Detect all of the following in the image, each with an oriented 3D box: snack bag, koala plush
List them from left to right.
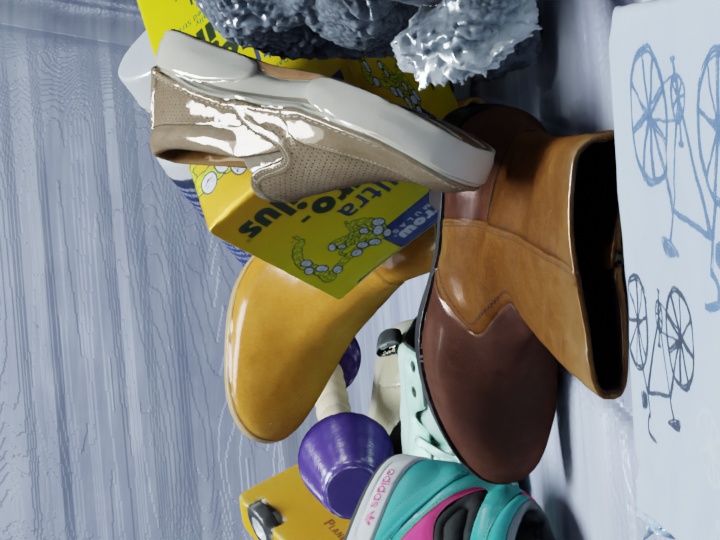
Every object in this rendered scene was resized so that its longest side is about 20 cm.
[{"bbox_3d":[0.018,-0.156,0.856,0.200,0.182,0.179,-152,56,-68],"label":"koala plush"},{"bbox_3d":[0.116,0.007,0.669,0.189,0.021,0.202,-143,49,-82],"label":"snack bag"}]

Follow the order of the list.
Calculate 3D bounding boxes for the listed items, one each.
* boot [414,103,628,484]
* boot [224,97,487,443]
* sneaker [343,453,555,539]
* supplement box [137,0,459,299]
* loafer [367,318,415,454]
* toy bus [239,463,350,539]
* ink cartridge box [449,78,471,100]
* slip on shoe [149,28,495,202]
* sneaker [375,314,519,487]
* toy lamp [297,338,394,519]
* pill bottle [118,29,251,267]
[{"bbox_3d":[0.085,0.024,0.890,0.200,0.068,0.190,-145,58,-72],"label":"boot"},{"bbox_3d":[0.001,0.000,1.105,0.144,0.070,0.203,1,71,56],"label":"boot"},{"bbox_3d":[0.044,0.183,0.968,0.084,0.120,0.201,48,-128,-45],"label":"sneaker"},{"bbox_3d":[-0.032,-0.106,1.059,0.109,0.109,0.201,27,-147,-46],"label":"supplement box"},{"bbox_3d":[0.032,0.125,1.261,0.069,0.075,0.201,-94,3,-56],"label":"loafer"},{"bbox_3d":[0.003,0.193,1.224,0.200,0.065,0.079,36,145,49],"label":"toy bus"},{"bbox_3d":[0.040,-0.157,1.149,0.100,0.039,0.201,-103,10,-48],"label":"ink cartridge box"},{"bbox_3d":[-0.024,-0.057,0.911,0.199,0.076,0.061,22,94,37],"label":"slip on shoe"},{"bbox_3d":[0.048,0.105,1.083,0.201,0.073,0.119,-100,1,-55],"label":"sneaker"},{"bbox_3d":[-0.013,0.087,1.194,0.200,0.058,0.059,-106,13,-68],"label":"toy lamp"},{"bbox_3d":[-0.055,-0.070,1.239,0.200,0.111,0.111,51,-171,-25],"label":"pill bottle"}]
